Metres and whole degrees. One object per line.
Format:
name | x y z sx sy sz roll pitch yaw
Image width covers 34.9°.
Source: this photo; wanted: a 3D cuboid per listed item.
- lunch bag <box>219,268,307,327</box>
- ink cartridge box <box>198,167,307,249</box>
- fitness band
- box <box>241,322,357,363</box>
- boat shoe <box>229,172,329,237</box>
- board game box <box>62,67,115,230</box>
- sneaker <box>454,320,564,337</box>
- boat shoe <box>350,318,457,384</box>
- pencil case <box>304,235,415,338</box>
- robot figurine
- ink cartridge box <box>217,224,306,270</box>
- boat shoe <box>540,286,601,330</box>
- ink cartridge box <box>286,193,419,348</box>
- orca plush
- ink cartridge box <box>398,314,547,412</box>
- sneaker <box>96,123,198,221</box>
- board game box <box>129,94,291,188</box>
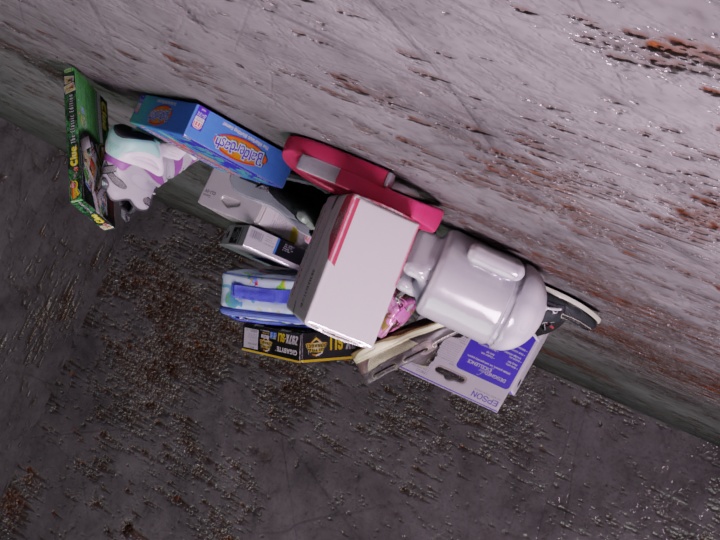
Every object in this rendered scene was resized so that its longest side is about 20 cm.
lunch bag | -0.110 0.041 1.769 0.198 0.084 0.160 5 -178 29
ink cartridge box | -0.138 -0.094 1.828 0.144 0.084 0.199 21 175 37
fitness band | 0.001 -0.097 1.283 0.198 0.038 0.144 25 179 18
box | -0.062 0.107 1.801 0.198 0.050 0.159 -1 -177 -40
boat shoe | -0.086 -0.104 1.594 0.199 0.074 0.067 31 -163 17
board game box | -0.373 -0.166 1.573 0.023 0.203 0.105 -13 157 12
sneaker | 0.212 0.052 1.734 0.197 0.088 0.074 -1 165 15
boat shoe | 0.085 0.112 1.694 0.072 0.199 0.067 -41 -71 -76
pencil case | 0.000 0.000 1.678 0.201 0.086 0.083 52 -155 10
robot figurine | 0.145 0.025 1.405 0.198 0.114 0.170 25 152 -1
ink cartridge box | -0.158 -0.037 1.798 0.098 0.040 0.200 23 174 -19
boat shoe | 0.229 0.048 1.530 0.198 0.067 0.074 26 176 -21
ink cartridge box | -0.014 -0.003 1.265 0.084 0.147 0.200 22 180 -11
orca plush | -0.039 -0.090 1.480 0.105 0.072 0.200 -1 -146 -49
ink cartridge box | 0.176 0.112 1.791 0.196 0.201 0.044 23 153 25
sneaker | -0.297 -0.132 1.598 0.077 0.141 0.199 33 -159 26
board game box | -0.193 -0.167 1.464 0.151 0.045 0.199 27 177 -31
